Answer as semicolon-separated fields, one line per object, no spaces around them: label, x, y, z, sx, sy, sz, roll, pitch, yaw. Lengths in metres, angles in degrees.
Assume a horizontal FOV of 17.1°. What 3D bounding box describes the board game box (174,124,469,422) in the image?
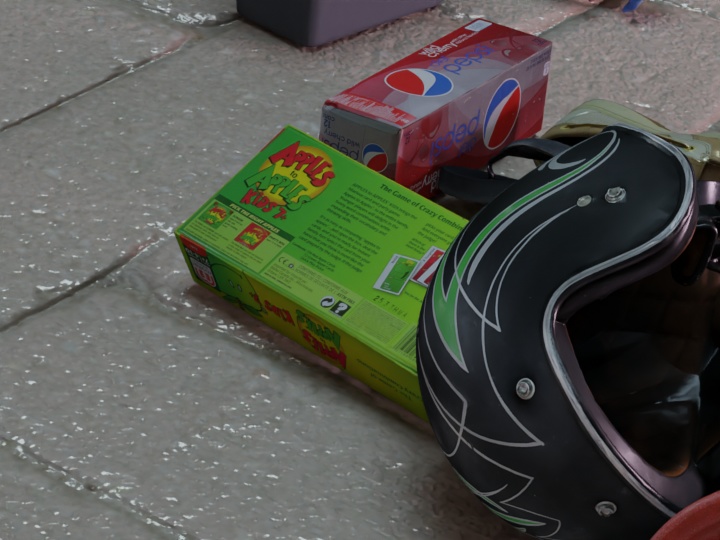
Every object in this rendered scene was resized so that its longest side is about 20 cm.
board game box;0.000;0.000;1.370;0.199;0.048;0.102;29;62;34

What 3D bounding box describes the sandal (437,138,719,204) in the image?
sandal;0.141;-0.059;1.496;0.199;0.043;0.076;3;1;34

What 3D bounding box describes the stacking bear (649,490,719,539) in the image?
stacking bear;0.225;0.143;1.146;0.113;0.122;0.199;-12;1;39

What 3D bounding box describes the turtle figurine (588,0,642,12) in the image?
turtle figurine;0.191;-0.304;1.910;0.193;0.201;0.144;17;-4;26

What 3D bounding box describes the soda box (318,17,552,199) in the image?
soda box;0.050;-0.101;1.579;0.063;0.070;0.200;22;31;27

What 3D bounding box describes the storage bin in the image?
storage bin;-0.016;-0.257;1.779;0.145;0.135;0.199;28;34;33

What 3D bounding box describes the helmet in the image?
helmet;0.121;0.042;1.215;0.200;0.191;0.200;41;-3;3

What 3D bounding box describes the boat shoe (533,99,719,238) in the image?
boat shoe;0.196;-0.054;1.535;0.199;0.075;0.066;19;33;41
